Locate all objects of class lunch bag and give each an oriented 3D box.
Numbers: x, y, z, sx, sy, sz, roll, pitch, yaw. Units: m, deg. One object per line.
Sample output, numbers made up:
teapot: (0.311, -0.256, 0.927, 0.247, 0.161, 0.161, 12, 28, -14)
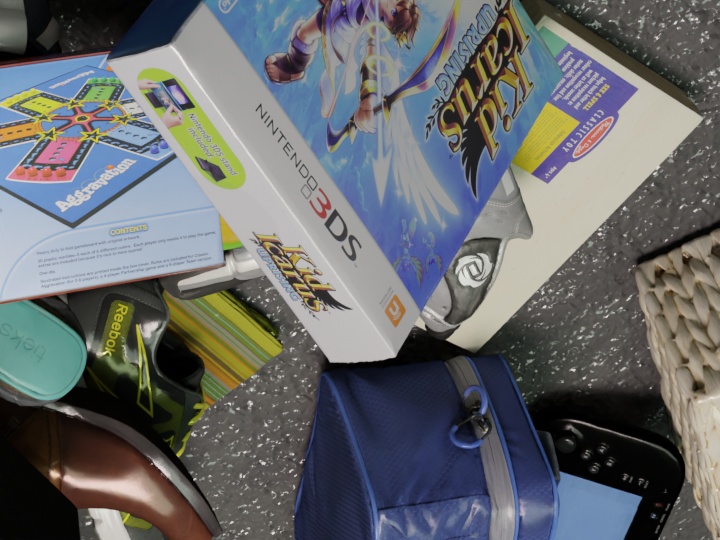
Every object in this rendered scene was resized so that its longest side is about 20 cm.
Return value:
lunch bag: (0.045, 0.140, 1.133, 0.132, 0.136, 0.200, -5, 138, -17)

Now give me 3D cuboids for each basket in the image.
basket: (0.251, 0.074, 1.158, 0.123, 0.136, 0.200, -18, 134, 2)

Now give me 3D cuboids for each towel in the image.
towel: (-0.146, 0.074, 1.099, 0.200, 0.018, 0.086, -36, 126, 15)

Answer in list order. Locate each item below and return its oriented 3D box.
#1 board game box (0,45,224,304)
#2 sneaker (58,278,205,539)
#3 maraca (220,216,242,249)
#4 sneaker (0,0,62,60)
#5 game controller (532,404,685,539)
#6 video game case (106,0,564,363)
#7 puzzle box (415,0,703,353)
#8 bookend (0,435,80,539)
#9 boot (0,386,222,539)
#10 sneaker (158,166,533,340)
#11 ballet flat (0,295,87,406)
board game box: (-0.160, -0.037, 0.814, 0.199, 0.019, 0.103, -10, 107, -18)
sneaker: (-0.119, 0.087, 1.053, 0.084, 0.075, 0.201, -16, 126, 1)
maraca: (-0.044, -0.103, 0.921, 0.137, 0.107, 0.200, 30, 90, -42)
sneaker: (-0.182, -0.058, 0.889, 0.079, 0.130, 0.200, 11, 125, -25)
game controller: (0.139, 0.172, 1.248, 0.104, 0.042, 0.201, 22, 128, 8)
video game case: (-0.001, -0.092, 0.863, 0.045, 0.200, 0.182, -5, 131, 42)
puzzle box: (0.079, -0.048, 1.061, 0.133, 0.025, 0.200, 27, 117, -35)
bookend: (-0.196, 0.183, 0.898, 0.198, 0.092, 0.200, -31, 126, 10)
boot: (-0.193, 0.141, 0.967, 0.188, 0.068, 0.200, 40, 88, -24)
sneaker: (0.000, 0.000, 1.009, 0.199, 0.075, 0.116, -23, 116, 13)
ballet flat: (-0.210, -0.005, 0.870, 0.073, 0.073, 0.200, -39, 123, 16)
